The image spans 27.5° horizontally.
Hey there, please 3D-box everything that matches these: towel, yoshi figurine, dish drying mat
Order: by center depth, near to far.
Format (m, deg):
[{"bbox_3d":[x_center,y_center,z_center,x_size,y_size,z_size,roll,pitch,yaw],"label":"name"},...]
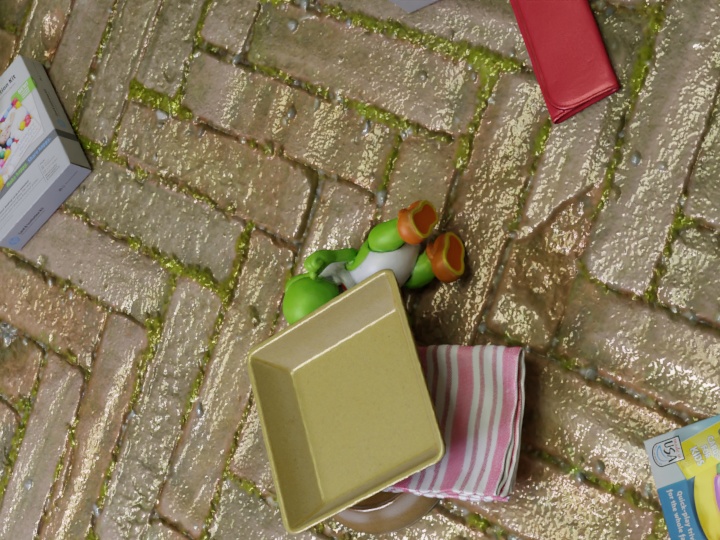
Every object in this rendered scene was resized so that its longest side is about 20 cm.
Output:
[{"bbox_3d":[0.065,0.141,1.401,0.199,0.030,0.147,-1,77,37],"label":"towel"},{"bbox_3d":[0.190,-0.246,1.446,0.077,0.018,0.201,-28,63,27],"label":"dish drying mat"},{"bbox_3d":[-0.001,0.012,1.470,0.200,0.112,0.113,-25,71,33],"label":"yoshi figurine"}]

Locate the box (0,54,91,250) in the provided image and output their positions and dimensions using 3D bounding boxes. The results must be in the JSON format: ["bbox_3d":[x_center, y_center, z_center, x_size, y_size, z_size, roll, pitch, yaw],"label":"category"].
[{"bbox_3d":[-0.434,-0.151,1.873,0.156,0.041,0.200,-43,56,21],"label":"box"}]

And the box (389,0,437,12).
[{"bbox_3d":[0.026,-0.363,1.482,0.097,0.200,0.125,-17,69,32],"label":"box"}]

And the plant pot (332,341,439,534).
[{"bbox_3d":[0.012,0.161,1.470,0.199,0.027,0.201,-10,73,35],"label":"plant pot"}]

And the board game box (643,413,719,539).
[{"bbox_3d":[0.347,0.182,1.202,0.200,0.047,0.152,-26,64,30],"label":"board game box"}]

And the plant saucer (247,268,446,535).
[{"bbox_3d":[-0.007,0.129,1.416,0.200,0.048,0.201,-32,60,30],"label":"plant saucer"}]
